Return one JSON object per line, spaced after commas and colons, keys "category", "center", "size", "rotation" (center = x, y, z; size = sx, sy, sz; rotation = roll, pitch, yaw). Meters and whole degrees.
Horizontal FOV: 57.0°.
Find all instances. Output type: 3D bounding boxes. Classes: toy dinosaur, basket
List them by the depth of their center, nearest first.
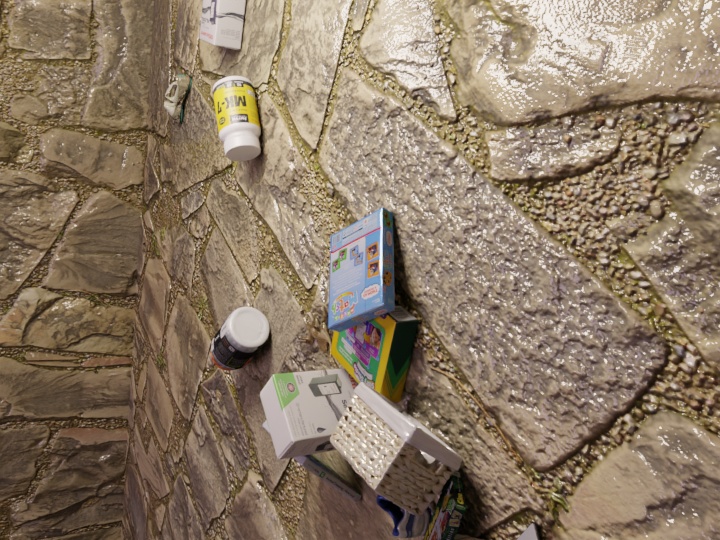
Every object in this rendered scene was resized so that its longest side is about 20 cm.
{"category": "basket", "center": [0.052, 0.302, 1.130], "size": [0.124, 0.135, 0.199], "rotation": [-55, 30, -6]}
{"category": "toy dinosaur", "center": [-0.091, 0.136, 1.494], "size": [0.199, 0.058, 0.103], "rotation": [-1, 105, 66]}

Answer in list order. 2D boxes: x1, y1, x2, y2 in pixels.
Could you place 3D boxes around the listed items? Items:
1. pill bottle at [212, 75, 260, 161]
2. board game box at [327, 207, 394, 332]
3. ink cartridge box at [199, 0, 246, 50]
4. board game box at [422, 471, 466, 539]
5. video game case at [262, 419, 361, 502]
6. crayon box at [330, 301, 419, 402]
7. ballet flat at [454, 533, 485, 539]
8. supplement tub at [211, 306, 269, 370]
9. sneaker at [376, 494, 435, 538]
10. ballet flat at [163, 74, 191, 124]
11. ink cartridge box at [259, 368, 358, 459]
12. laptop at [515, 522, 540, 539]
{"category": "pill bottle", "center": [-0.329, -0.405, 1.782], "size": [0.114, 0.113, 0.203], "rotation": [-33, 65, 54]}
{"category": "board game box", "center": [0.000, 0.000, 1.262], "size": [0.150, 0.036, 0.203], "rotation": [-25, 53, 40]}
{"category": "ink cartridge box", "center": [-0.392, -0.747, 1.895], "size": [0.145, 0.083, 0.203], "rotation": [38, 123, 52]}
{"category": "board game box", "center": [0.128, 0.441, 1.093], "size": [0.105, 0.023, 0.203], "rotation": [-69, -3, -76]}
{"category": "video game case", "center": [-0.106, 0.407, 1.423], "size": [0.022, 0.182, 0.199], "rotation": [-52, 32, -11]}
{"category": "crayon box", "center": [0.022, 0.132, 1.291], "size": [0.200, 0.058, 0.175], "rotation": [39, 125, 51]}
{"category": "ballet flat", "center": [0.152, 0.479, 1.094], "size": [0.068, 0.067, 0.202], "rotation": [-105, 31, -49]}
{"category": "supplement tub", "center": [-0.334, 0.193, 1.808], "size": [0.200, 0.121, 0.124], "rotation": [-45, 54, 48]}
{"category": "sneaker", "center": [0.063, 0.387, 1.209], "size": [0.201, 0.087, 0.076], "rotation": [60, 140, 39]}
{"category": "ballet flat", "center": [-0.650, -0.603, 2.329], "size": [0.201, 0.074, 0.068], "rotation": [-60, 45, 41]}
{"category": "ink cartridge box", "center": [-0.084, 0.283, 1.338], "size": [0.084, 0.198, 0.147], "rotation": [-53, 49, 41]}
{"category": "laptop", "center": [0.174, 0.484, 0.938], "size": [0.188, 0.114, 0.201], "rotation": [-94, 25, -54]}
